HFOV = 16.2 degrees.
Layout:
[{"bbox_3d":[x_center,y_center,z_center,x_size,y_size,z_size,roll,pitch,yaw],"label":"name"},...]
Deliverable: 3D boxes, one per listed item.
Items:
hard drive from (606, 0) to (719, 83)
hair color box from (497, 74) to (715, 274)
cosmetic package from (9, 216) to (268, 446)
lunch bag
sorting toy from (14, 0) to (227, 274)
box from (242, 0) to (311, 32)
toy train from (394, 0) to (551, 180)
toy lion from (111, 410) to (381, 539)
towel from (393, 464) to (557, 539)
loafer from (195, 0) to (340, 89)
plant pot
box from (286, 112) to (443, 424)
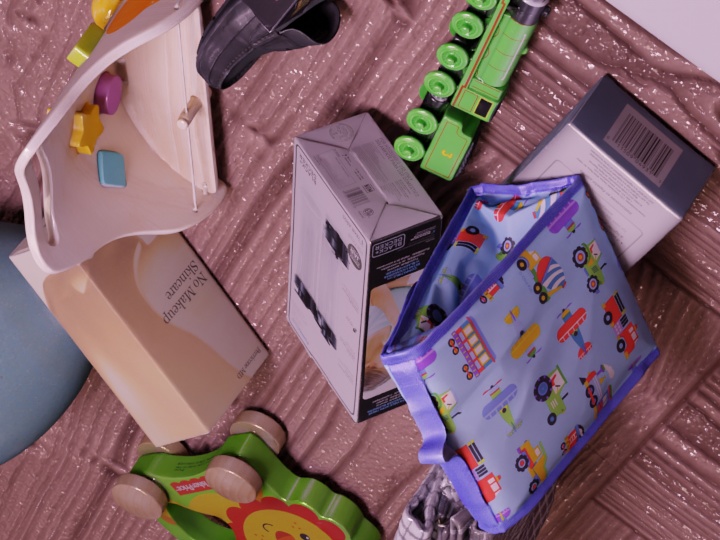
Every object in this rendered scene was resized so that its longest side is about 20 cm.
[{"bbox_3d":[0.196,-0.199,1.547,0.199,0.025,0.132,36,141,3],"label":"hard drive"},{"bbox_3d":[0.142,-0.035,1.721,0.099,0.061,0.200,40,140,-2],"label":"hair color box"},{"bbox_3d":[-0.172,0.028,1.987,0.071,0.105,0.200,-16,119,45],"label":"cosmetic package"},{"bbox_3d":[0.095,0.060,1.641,0.094,0.200,0.151,-4,126,38],"label":"lunch bag"},{"bbox_3d":[-0.186,-0.094,1.817,0.106,0.180,0.201,19,137,21],"label":"sorting toy"},{"bbox_3d":[-0.063,-0.287,1.598,0.199,0.050,0.200,46,132,3],"label":"box"},{"bbox_3d":[0.075,-0.133,1.694,0.056,0.042,0.200,26,140,-1],"label":"toy train"},{"bbox_3d":[-0.084,0.211,2.139,0.199,0.069,0.192,-14,126,44],"label":"toy lion"},{"bbox_3d":[0.093,0.167,1.843,0.085,0.200,0.166,28,141,10],"label":"towel"},{"bbox_3d":[-0.049,-0.177,1.721,0.070,0.068,0.201,47,137,1],"label":"loafer"},{"bbox_3d":[-0.284,0.041,2.036,0.134,0.200,0.201,-27,111,24],"label":"plant pot"},{"bbox_3d":[0.000,0.000,1.818,0.117,0.060,0.201,54,154,36],"label":"box"}]
